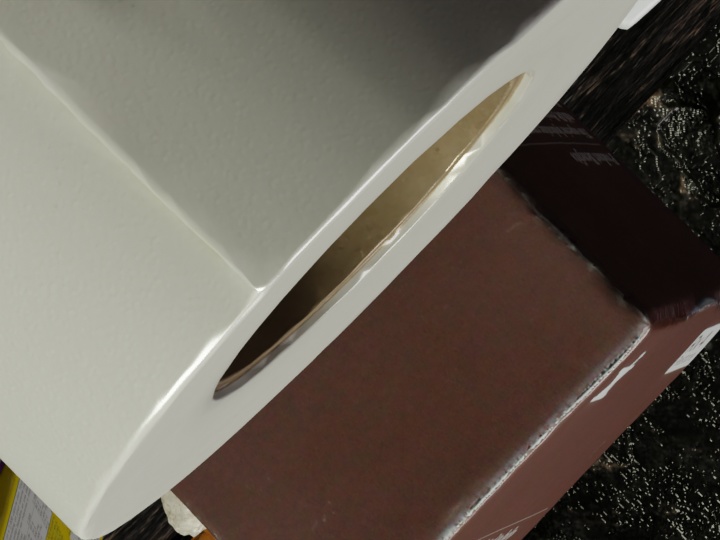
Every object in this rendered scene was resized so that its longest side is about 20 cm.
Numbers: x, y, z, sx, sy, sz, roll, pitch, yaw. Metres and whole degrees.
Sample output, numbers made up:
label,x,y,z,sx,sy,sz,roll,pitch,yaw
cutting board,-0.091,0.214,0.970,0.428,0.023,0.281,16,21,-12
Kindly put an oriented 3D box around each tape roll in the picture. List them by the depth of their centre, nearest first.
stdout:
label,x,y,z,sx,sy,sz,roll,pitch,yaw
tape roll,-0.043,-0.055,0.685,0.203,0.139,0.203,-45,174,-6

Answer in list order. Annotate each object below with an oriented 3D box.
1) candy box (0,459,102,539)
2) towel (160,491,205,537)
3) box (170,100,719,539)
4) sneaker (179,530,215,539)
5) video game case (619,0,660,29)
label,x,y,z,sx,sy,sz,roll,pitch,yaw
candy box,-0.125,0.113,1.028,0.102,0.026,0.201,72,23,-50
towel,-0.012,0.017,1.125,0.199,0.133,0.034,-22,175,23
box,0.000,0.000,1.012,0.164,0.200,0.166,-47,167,15
sneaker,-0.138,0.262,2.633,0.200,0.078,0.077,-37,-177,-39
video game case,0.143,-0.184,0.991,0.200,0.024,0.182,-42,-159,12
